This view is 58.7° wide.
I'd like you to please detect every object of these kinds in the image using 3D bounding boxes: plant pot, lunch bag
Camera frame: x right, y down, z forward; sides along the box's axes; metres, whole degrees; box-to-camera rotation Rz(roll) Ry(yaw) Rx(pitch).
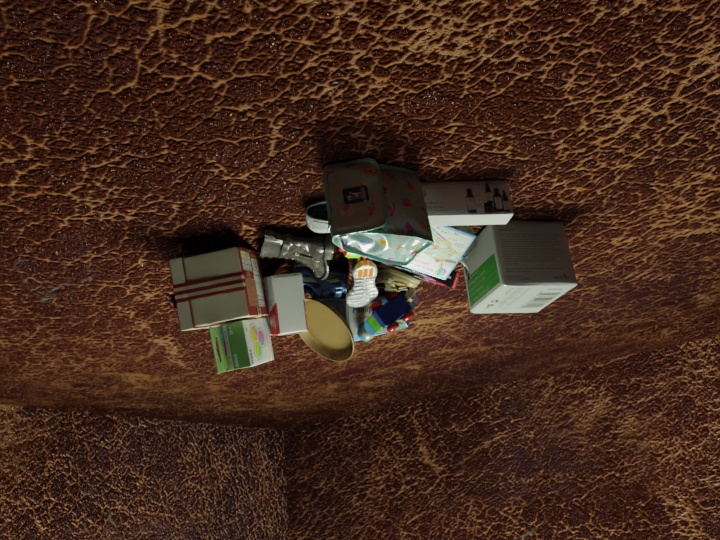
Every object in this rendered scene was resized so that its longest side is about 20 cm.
[{"bbox_3d":[-0.092,0.147,1.640,0.027,0.200,0.200,-43,-176,-38],"label":"plant pot"},{"bbox_3d":[0.023,-0.114,1.215,0.200,0.171,0.122,10,148,-31],"label":"lunch bag"}]

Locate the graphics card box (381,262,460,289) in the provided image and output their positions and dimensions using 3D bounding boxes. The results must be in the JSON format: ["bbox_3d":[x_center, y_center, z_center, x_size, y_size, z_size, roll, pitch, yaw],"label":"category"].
[{"bbox_3d":[0.148,-0.009,1.604,0.125,0.051,0.200,16,174,38],"label":"graphics card box"}]

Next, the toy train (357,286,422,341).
[{"bbox_3d":[0.080,0.111,1.663,0.200,0.085,0.116,-29,168,-49],"label":"toy train"}]

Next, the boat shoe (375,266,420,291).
[{"bbox_3d":[0.067,0.028,1.628,0.200,0.063,0.073,8,168,47],"label":"boat shoe"}]

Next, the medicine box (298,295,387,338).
[{"bbox_3d":[-0.042,0.123,1.756,0.200,0.103,0.182,0,-179,44],"label":"medicine box"}]

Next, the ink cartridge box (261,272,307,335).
[{"bbox_3d":[-0.216,0.088,1.606,0.083,0.147,0.200,-6,177,-30],"label":"ink cartridge box"}]

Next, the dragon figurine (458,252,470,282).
[{"bbox_3d":[0.197,-0.045,1.523,0.099,0.059,0.200,-19,132,10],"label":"dragon figurine"}]

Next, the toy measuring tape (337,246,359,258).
[{"bbox_3d":[-0.009,-0.051,1.388,0.073,0.074,0.200,-1,-164,-13],"label":"toy measuring tape"}]

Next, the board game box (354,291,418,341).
[{"bbox_3d":[0.062,0.133,1.885,0.200,0.151,0.037,-17,115,28],"label":"board game box"}]

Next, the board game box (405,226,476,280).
[{"bbox_3d":[0.139,-0.063,1.431,0.200,0.034,0.135,18,122,-25],"label":"board game box"}]

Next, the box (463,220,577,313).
[{"bbox_3d":[0.382,-0.006,1.574,0.199,0.172,0.199,1,157,-15],"label":"box"}]

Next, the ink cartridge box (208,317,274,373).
[{"bbox_3d":[-0.264,0.166,1.450,0.059,0.104,0.200,-12,176,13],"label":"ink cartridge box"}]

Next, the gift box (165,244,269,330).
[{"bbox_3d":[-0.333,0.032,1.481,0.186,0.201,0.185,-13,171,7],"label":"gift box"}]

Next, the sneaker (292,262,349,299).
[{"bbox_3d":[-0.084,0.043,1.633,0.200,0.082,0.074,15,153,-3],"label":"sneaker"}]

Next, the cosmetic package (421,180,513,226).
[{"bbox_3d":[0.207,-0.139,1.321,0.199,0.083,0.051,-3,155,-9],"label":"cosmetic package"}]

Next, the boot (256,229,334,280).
[{"bbox_3d":[-0.155,-0.042,1.506,0.174,0.069,0.200,3,153,-9],"label":"boot"}]

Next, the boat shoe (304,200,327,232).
[{"bbox_3d":[-0.018,-0.117,1.330,0.200,0.070,0.072,-5,163,4],"label":"boat shoe"}]

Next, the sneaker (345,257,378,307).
[{"bbox_3d":[0.000,0.000,1.559,0.077,0.112,0.200,-3,145,-13],"label":"sneaker"}]
